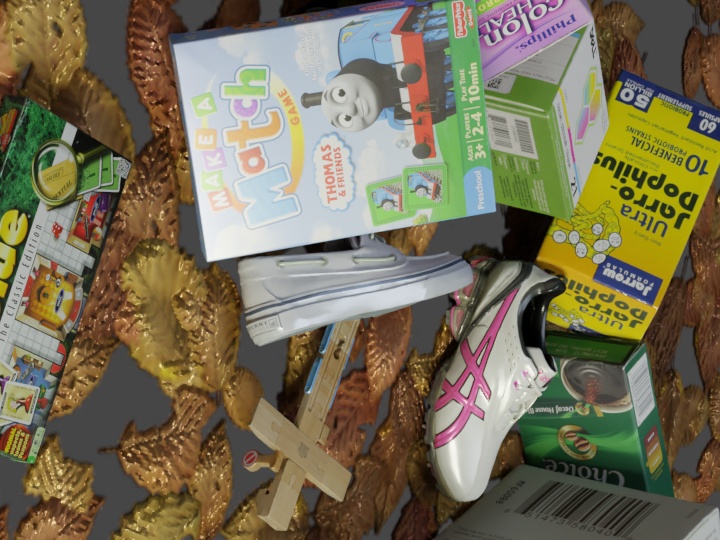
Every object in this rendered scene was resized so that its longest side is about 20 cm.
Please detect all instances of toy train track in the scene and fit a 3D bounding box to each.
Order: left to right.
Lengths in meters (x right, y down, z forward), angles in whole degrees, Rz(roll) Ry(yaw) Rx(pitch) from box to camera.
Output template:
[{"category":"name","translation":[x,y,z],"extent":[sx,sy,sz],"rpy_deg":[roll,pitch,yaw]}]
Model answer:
[{"category":"toy train track","translation":[-0.040,0.092,1.423],"extent":[0.115,0.033,0.200],"rpy_deg":[45,54,-40]}]

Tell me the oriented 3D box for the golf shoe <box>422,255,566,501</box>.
[{"category":"golf shoe","translation":[0.107,0.089,1.574],"extent":[0.073,0.092,0.200],"rpy_deg":[14,87,-56]}]

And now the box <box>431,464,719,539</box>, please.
[{"category":"box","translation":[0.169,0.289,1.604],"extent":[0.200,0.199,0.171],"rpy_deg":[-34,123,-45]}]

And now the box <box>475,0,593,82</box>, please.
[{"category":"box","translation":[0.055,-0.260,1.357],"extent":[0.200,0.097,0.176],"rpy_deg":[37,29,-51]}]

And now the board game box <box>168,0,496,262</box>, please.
[{"category":"board game box","translation":[-0.017,-0.096,1.304],"extent":[0.200,0.037,0.151],"rpy_deg":[-10,110,-7]}]

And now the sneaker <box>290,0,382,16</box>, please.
[{"category":"sneaker","translation":[-0.016,-0.142,1.373],"extent":[0.087,0.074,0.200],"rpy_deg":[38,61,-51]}]

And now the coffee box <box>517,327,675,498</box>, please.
[{"category":"coffee box","translation":[0.198,0.146,1.685],"extent":[0.044,0.123,0.200],"rpy_deg":[-46,132,-42]}]

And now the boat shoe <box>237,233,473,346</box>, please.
[{"category":"boat shoe","translation":[0.000,0.000,1.402],"extent":[0.200,0.074,0.067],"rpy_deg":[-13,86,-44]}]

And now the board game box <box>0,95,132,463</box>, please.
[{"category":"board game box","translation":[-0.204,0.007,1.181],"extent":[0.105,0.023,0.200],"rpy_deg":[30,72,-50]}]

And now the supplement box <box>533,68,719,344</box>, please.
[{"category":"supplement box","translation":[0.224,-0.048,1.661],"extent":[0.110,0.109,0.200],"rpy_deg":[101,14,-65]}]

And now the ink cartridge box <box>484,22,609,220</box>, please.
[{"category":"ink cartridge box","translation":[0.160,-0.167,1.583],"extent":[0.200,0.076,0.148],"rpy_deg":[-64,156,-25]}]

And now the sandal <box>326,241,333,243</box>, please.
[{"category":"sandal","translation":[0.033,-0.087,1.469],"extent":[0.203,0.050,0.082],"rpy_deg":[-42,129,-42]}]
